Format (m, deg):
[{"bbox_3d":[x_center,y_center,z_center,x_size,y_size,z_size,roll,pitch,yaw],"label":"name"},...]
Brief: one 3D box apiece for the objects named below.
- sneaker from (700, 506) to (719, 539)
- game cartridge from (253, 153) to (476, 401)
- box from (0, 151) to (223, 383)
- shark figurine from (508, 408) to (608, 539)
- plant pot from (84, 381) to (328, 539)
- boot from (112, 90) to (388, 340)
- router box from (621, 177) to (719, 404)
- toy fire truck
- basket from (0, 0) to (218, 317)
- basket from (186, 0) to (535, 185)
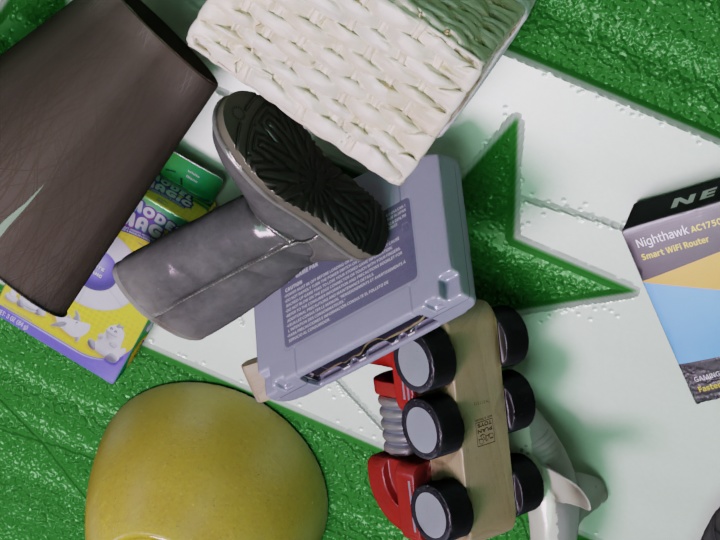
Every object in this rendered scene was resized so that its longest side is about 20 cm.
[{"bbox_3d":[0.347,0.233,1.660,0.199,0.076,0.091,16,116,6],"label":"sneaker"},{"bbox_3d":[0.000,0.000,1.603,0.199,0.134,0.041,-28,148,36],"label":"game cartridge"},{"bbox_3d":[-0.194,-0.019,1.701,0.117,0.048,0.201,30,121,-1],"label":"box"},{"bbox_3d":[0.151,0.198,1.701,0.128,0.089,0.216,25,121,43],"label":"shark figurine"},{"bbox_3d":[-0.139,0.211,1.755,0.199,0.142,0.201,7,120,13],"label":"plant pot"},{"bbox_3d":[-0.102,-0.034,1.579,0.199,0.073,0.182,-16,130,39],"label":"boot"},{"bbox_3d":[0.304,-0.001,1.551,0.199,0.051,0.150,-18,110,25],"label":"router box"},{"bbox_3d":[0.021,0.109,1.667,0.199,0.128,0.177,8,109,52],"label":"toy fire truck"},{"bbox_3d":[-0.210,-0.101,1.578,0.180,0.136,0.200,43,96,-1],"label":"basket"},{"bbox_3d":[-0.002,-0.173,1.510,0.199,0.124,0.136,33,123,-4],"label":"basket"}]
